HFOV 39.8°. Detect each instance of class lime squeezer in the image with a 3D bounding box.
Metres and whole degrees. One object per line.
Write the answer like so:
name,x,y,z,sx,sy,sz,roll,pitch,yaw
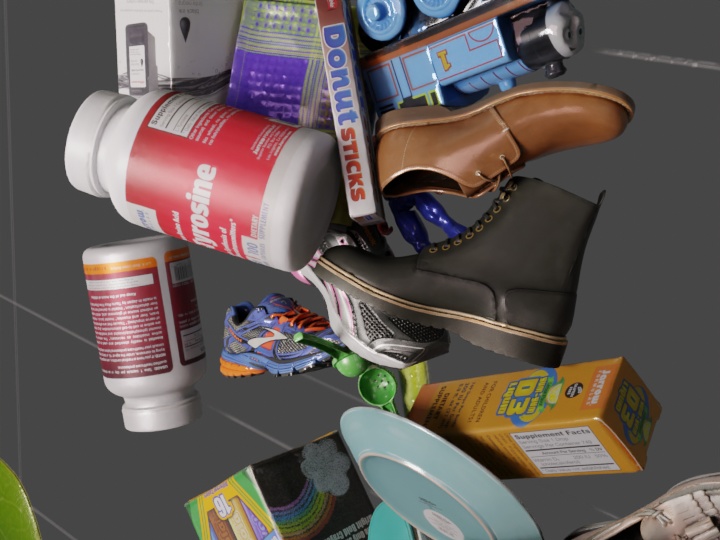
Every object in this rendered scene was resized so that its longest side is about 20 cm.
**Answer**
lime squeezer,-0.001,0.102,0.890,0.038,0.071,0.200,-17,127,32

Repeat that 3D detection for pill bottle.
pill bottle,-0.229,0.066,1.076,0.113,0.113,0.200,-2,99,43
pill bottle,-0.125,-0.078,0.789,0.200,0.112,0.112,17,113,13

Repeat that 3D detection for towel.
towel,-0.055,-0.135,0.852,0.143,0.023,0.200,13,89,19

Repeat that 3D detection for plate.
plate,0.060,0.187,0.827,0.200,0.026,0.200,30,152,18

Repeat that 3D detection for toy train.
toy train,0.083,-0.185,0.753,0.200,0.087,0.114,-12,101,42

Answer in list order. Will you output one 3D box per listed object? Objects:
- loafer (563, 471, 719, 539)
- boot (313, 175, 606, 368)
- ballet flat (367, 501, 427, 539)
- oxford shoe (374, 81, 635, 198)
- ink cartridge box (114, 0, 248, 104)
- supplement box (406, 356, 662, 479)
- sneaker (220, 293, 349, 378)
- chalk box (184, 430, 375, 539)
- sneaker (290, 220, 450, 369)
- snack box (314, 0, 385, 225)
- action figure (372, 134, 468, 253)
loafer,0.217,0.208,0.737,0.200,0.063,0.072,-37,75,42
boot,0.077,-0.022,0.764,0.200,0.077,0.139,18,95,6
ballet flat,0.053,0.296,0.889,0.200,0.069,0.070,-107,34,-52
oxford shoe,0.103,-0.088,0.736,0.200,0.071,0.071,-9,60,27
ink cartridge box,-0.142,-0.187,0.911,0.083,0.145,0.200,12,108,39
supplement box,0.128,0.120,0.781,0.200,0.067,0.069,-14,124,42
sneaker,-0.072,0.060,0.961,0.200,0.075,0.079,-8,91,42
chalk box,-0.056,0.280,0.964,0.124,0.125,0.200,-34,76,42
sneaker,0.000,0.000,0.863,0.200,0.080,0.086,41,138,26
snack box,-0.009,-0.138,0.789,0.024,0.072,0.200,-10,86,7
action figure,0.042,-0.056,0.840,0.065,0.052,0.200,-46,66,25
